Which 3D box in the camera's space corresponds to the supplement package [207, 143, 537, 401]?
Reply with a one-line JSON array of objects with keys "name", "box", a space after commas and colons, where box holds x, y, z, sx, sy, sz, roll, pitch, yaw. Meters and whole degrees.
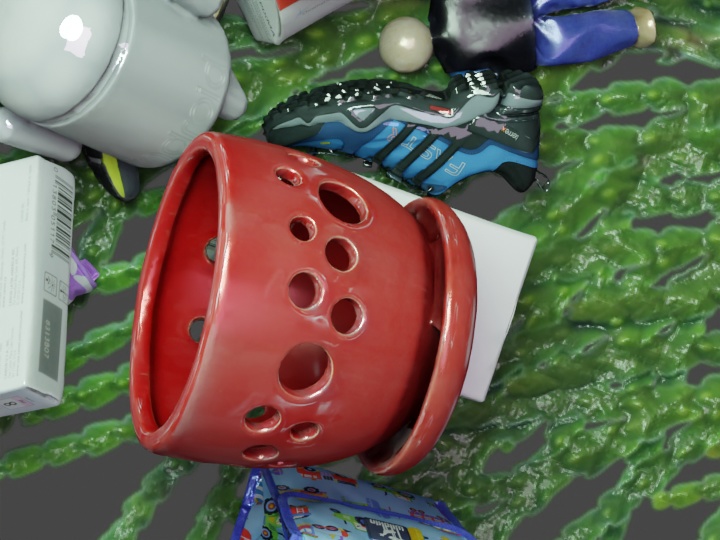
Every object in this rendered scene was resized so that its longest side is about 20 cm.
[{"name": "supplement package", "box": [0.000, 0.000, 1.612, 0.199, 0.120, 0.122, 20, 89, -13]}]

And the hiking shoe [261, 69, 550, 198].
[{"name": "hiking shoe", "box": [0.030, -0.087, 1.621, 0.198, 0.074, 0.087, -3, 105, 7]}]

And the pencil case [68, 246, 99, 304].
[{"name": "pencil case", "box": [-0.272, 0.042, 1.572, 0.200, 0.084, 0.086, -39, 136, -6]}]

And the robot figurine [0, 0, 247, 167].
[{"name": "robot figurine", "box": [-0.161, -0.136, 1.476, 0.170, 0.113, 0.199, -47, 140, 18]}]

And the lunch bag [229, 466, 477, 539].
[{"name": "lunch bag", "box": [0.002, 0.199, 1.584, 0.150, 0.200, 0.095, 16, 90, -14]}]

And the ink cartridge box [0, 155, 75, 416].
[{"name": "ink cartridge box", "box": [-0.283, 0.022, 1.522, 0.199, 0.057, 0.164, -13, 64, 28]}]

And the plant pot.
[{"name": "plant pot", "box": [-0.033, 0.027, 1.444, 0.181, 0.200, 0.202, 10, 91, -16]}]

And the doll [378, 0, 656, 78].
[{"name": "doll", "box": [0.110, -0.171, 1.663, 0.199, 0.048, 0.138, -10, 102, -12]}]

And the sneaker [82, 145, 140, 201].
[{"name": "sneaker", "box": [-0.153, -0.148, 1.593, 0.080, 0.074, 0.202, -1, 96, -17]}]

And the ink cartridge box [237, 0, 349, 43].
[{"name": "ink cartridge box", "box": [0.010, -0.206, 1.551, 0.162, 0.200, 0.057, -30, 109, -9]}]

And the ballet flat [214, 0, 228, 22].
[{"name": "ballet flat", "box": [-0.104, -0.252, 1.583, 0.056, 0.066, 0.201, 9, 69, -15]}]
